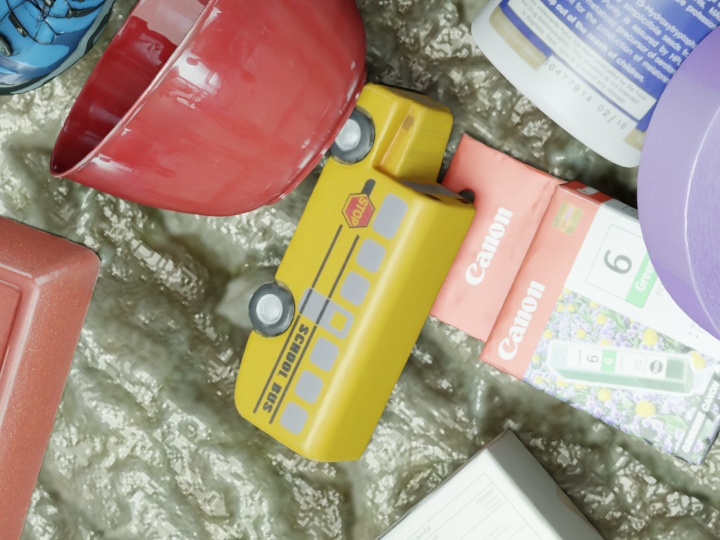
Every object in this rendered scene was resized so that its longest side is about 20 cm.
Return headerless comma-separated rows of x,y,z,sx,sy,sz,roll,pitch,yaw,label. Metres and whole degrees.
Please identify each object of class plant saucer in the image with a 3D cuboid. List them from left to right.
-0.275,0.053,1.455,0.200,0.037,0.200,20,100,12,plant saucer

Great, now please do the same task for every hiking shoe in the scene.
-0.163,-0.179,1.378,0.074,0.087,0.200,45,104,7,hiking shoe

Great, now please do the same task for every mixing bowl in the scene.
-0.068,-0.104,1.323,0.108,0.200,0.200,35,104,-17,mixing bowl

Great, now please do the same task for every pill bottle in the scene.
0.163,-0.164,1.275,0.120,0.120,0.200,42,104,8,pill bottle

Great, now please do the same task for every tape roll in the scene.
0.245,-0.042,1.242,0.200,0.066,0.201,-5,108,-15,tape roll

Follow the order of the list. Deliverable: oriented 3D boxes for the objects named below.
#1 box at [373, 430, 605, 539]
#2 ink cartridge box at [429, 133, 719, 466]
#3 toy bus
0.107,0.194,1.343,0.095,0.078,0.200,-41,84,15,box
0.120,0.014,1.337,0.200,0.050,0.109,26,101,11,ink cartridge box
0.000,0.000,1.351,0.078,0.065,0.200,31,103,29,toy bus
